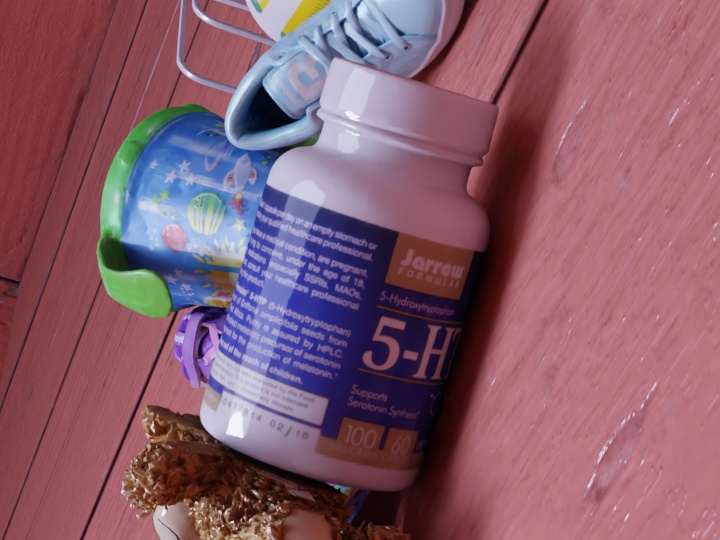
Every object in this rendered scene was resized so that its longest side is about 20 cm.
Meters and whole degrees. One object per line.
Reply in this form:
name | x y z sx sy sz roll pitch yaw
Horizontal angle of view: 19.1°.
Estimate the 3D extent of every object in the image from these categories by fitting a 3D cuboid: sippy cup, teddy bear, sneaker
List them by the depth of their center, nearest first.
teddy bear | -0.050 0.130 1.063 0.199 0.145 0.067 23 94 37
sneaker | -0.013 -0.125 1.297 0.200 0.074 0.082 -40 4 47
sippy cup | -0.078 -0.032 1.394 0.130 0.140 0.179 12 72 38
sneaker | -0.079 0.057 1.428 0.200 0.088 0.081 -172 99 -76

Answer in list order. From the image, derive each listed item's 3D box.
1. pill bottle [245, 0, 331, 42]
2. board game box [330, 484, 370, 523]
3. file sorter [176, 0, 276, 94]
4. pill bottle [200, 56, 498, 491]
pill bottle | 0.000 -0.221 1.359 0.200 0.112 0.114 135 148 -65
board game box | -0.058 0.125 1.213 0.158 0.039 0.200 -52 17 -6
file sorter | -0.049 -0.234 1.555 0.139 0.124 0.201 -92 21 -54
pill bottle | 0.000 0.000 1.093 0.120 0.119 0.202 -140 66 -76
